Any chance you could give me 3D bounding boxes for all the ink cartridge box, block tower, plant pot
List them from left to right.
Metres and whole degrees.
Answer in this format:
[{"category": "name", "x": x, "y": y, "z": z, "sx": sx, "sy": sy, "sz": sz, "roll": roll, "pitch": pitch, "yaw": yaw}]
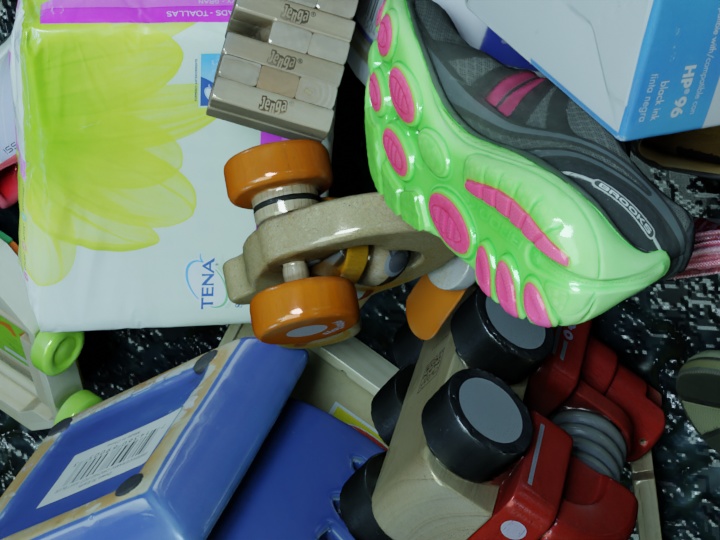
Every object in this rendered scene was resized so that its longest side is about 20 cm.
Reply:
[{"category": "plant pot", "x": -0.084, "y": 0.160, "z": 0.971, "sx": 0.199, "sy": 0.200, "sz": 0.180, "roll": -25, "pitch": 109, "yaw": 30}, {"category": "block tower", "x": -0.019, "y": -0.158, "z": 0.841, "sx": 0.058, "sy": 0.054, "sz": 0.201, "roll": 16, "pitch": 80, "yaw": -7}, {"category": "ink cartridge box", "x": 0.158, "y": -0.119, "z": 0.766, "sx": 0.116, "sy": 0.199, "sz": 0.068, "roll": 49, "pitch": 140, "yaw": 43}]

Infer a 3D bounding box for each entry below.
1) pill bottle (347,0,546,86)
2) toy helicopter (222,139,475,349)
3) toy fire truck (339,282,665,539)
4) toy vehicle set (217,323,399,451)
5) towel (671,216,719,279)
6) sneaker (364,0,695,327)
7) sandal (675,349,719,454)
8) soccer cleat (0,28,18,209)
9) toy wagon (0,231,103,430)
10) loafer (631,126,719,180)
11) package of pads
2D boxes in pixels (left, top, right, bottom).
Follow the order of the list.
[{"category": "pill bottle", "x": 0.074, "y": -0.168, "z": 0.841, "sx": 0.119, "sy": 0.120, "sz": 0.201, "roll": 27, "pitch": 121, "yaw": 12}, {"category": "toy helicopter", "x": 0.000, "y": 0.000, "z": 0.888, "sx": 0.200, "sy": 0.132, "sz": 0.079, "roll": 122, "pitch": 137, "yaw": -71}, {"category": "toy fire truck", "x": 0.100, "y": 0.106, "z": 0.931, "sx": 0.200, "sy": 0.176, "sz": 0.129, "roll": 33, "pitch": 129, "yaw": -10}, {"category": "toy vehicle set", "x": -0.002, "y": 0.110, "z": 1.057, "sx": 0.200, "sy": 0.027, "sz": 0.124, "roll": 36, "pitch": 122, "yaw": 7}, {"category": "towel", "x": 0.182, "y": -0.017, "z": 0.814, "sx": 0.143, "sy": 0.200, "sz": 0.023, "roll": -7, "pitch": 91, "yaw": 28}, {"category": "sneaker", "x": 0.060, "y": -0.046, "z": 0.758, "sx": 0.200, "sy": 0.083, "sz": 0.077, "roll": 54, "pitch": 143, "yaw": 43}, {"category": "sandal", "x": 0.239, "y": 0.070, "z": 0.895, "sx": 0.201, "sy": 0.057, "sz": 0.080, "roll": 21, "pitch": 136, "yaw": 41}, {"category": "soccer cleat", "x": -0.157, "y": -0.106, "z": 1.012, "sx": 0.200, "sy": 0.068, "sz": 0.073, "roll": -35, "pitch": 95, "yaw": 37}, {"category": "toy wagon", "x": -0.213, "y": 0.012, "z": 1.054, "sx": 0.155, "sy": 0.040, "sz": 0.200, "roll": 30, "pitch": 149, "yaw": 24}, {"category": "loafer", "x": 0.203, "y": -0.058, "z": 0.831, "sx": 0.199, "sy": 0.072, "sz": 0.073, "roll": 4, "pitch": 128, "yaw": 1}, {"category": "package of pads", "x": -0.093, "y": -0.057, "z": 0.937, "sx": 0.154, "sy": 0.068, "sz": 0.201, "roll": -2, "pitch": 133, "yaw": -8}]
